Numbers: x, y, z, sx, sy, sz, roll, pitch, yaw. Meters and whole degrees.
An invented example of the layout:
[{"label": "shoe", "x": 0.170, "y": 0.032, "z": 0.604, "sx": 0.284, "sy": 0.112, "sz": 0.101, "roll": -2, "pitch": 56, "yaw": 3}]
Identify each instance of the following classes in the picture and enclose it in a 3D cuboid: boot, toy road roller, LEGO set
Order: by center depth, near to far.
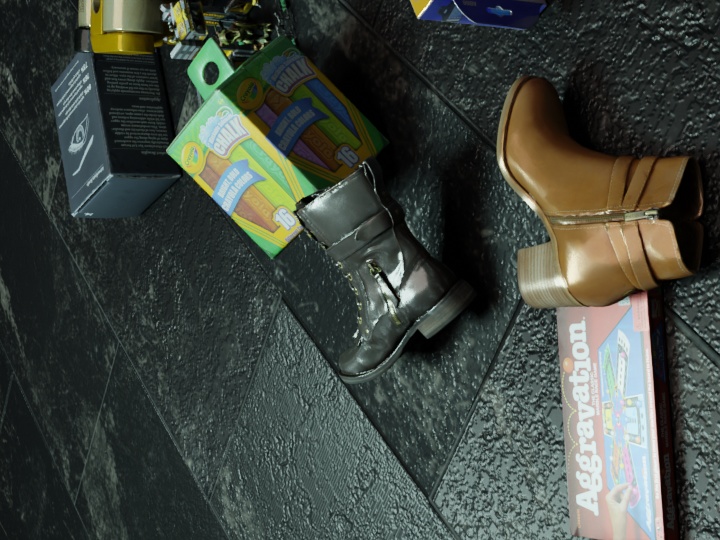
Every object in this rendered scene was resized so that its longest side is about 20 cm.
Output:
[{"label": "boot", "x": 0.189, "y": -0.072, "z": 0.964, "sx": 0.155, "sy": 0.074, "sz": 0.200, "roll": -16, "pitch": 78, "yaw": 47}, {"label": "boot", "x": 0.000, "y": 0.000, "z": 1.165, "sx": 0.174, "sy": 0.069, "sz": 0.200, "roll": 47, "pitch": 129, "yaw": -3}, {"label": "LEGO set", "x": -0.151, "y": -0.254, "z": 1.394, "sx": 0.154, "sy": 0.116, "sz": 0.200, "roll": -26, "pitch": 71, "yaw": 53}, {"label": "toy road roller", "x": -0.262, "y": -0.326, "z": 1.520, "sx": 0.200, "sy": 0.146, "sz": 0.123, "roll": 15, "pitch": 105, "yaw": 60}]

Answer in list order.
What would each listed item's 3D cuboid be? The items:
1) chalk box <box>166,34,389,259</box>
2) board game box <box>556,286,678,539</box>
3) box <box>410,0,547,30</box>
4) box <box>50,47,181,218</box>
[{"label": "chalk box", "x": -0.098, "y": -0.139, "z": 1.240, "sx": 0.200, "sy": 0.124, "sz": 0.125, "roll": 44, "pitch": 139, "yaw": -4}, {"label": "board game box", "x": 0.202, "y": 0.115, "z": 0.989, "sx": 0.103, "sy": 0.019, "sz": 0.200, "roll": -7, "pitch": 86, "yaw": 56}, {"label": "box", "x": 0.079, "y": -0.280, "z": 1.058, "sx": 0.041, "sy": 0.119, "sz": 0.200, "roll": -44, "pitch": 56, "yaw": 48}, {"label": "box", "x": -0.332, "y": -0.188, "z": 1.675, "sx": 0.148, "sy": 0.104, "sz": 0.200, "roll": -30, "pitch": 68, "yaw": 52}]
